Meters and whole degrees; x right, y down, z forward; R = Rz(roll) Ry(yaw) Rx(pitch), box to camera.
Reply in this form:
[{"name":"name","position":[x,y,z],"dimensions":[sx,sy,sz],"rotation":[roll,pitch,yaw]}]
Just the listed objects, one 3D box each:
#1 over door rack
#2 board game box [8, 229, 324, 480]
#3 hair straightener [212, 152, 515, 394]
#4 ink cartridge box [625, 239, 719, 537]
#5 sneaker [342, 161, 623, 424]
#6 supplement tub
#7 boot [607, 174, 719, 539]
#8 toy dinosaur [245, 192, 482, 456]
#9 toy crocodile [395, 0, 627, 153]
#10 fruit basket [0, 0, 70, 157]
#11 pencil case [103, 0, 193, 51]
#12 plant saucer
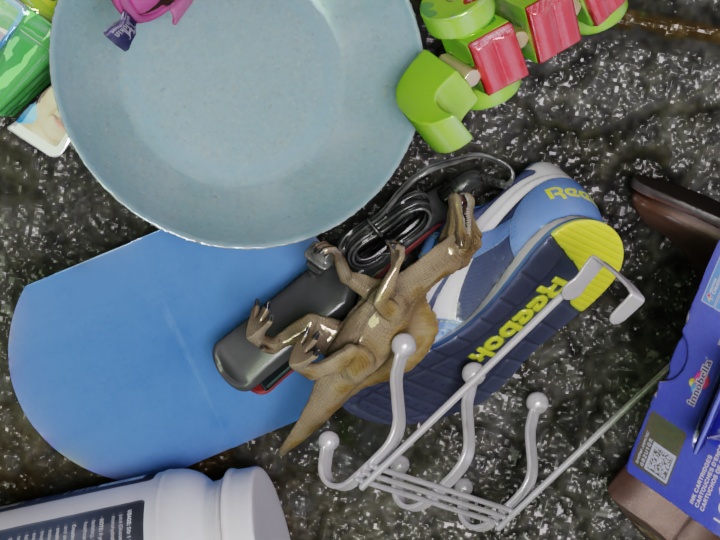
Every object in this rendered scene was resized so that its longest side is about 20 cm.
[{"name":"over door rack","position":[0.091,0.064,0.821],"dimensions":[0.200,0.148,0.067],"rotation":[-36,54,24]},{"name":"board game box","position":[-0.106,0.037,0.900],"dimensions":[0.200,0.039,0.158],"rotation":[-23,122,-2]},{"name":"hair straightener","position":[0.000,0.000,0.839],"dimensions":[0.200,0.077,0.041],"rotation":[-35,77,9]},{"name":"ink cartridge box","position":[0.222,0.059,0.772],"dimensions":[0.200,0.076,0.137],"rotation":[4,112,-41]},{"name":"sneaker","position":[0.063,0.016,0.881],"dimensions":[0.200,0.082,0.074],"rotation":[-40,134,24]},{"name":"supplement tub","position":[-0.144,0.195,0.888],"dimensions":[0.200,0.140,0.140],"rotation":[-12,101,6]},{"name":"boot","position":[0.189,0.066,0.889],"dimensions":[0.186,0.064,0.200],"rotation":[30,106,-6]},{"name":"toy dinosaur","position":[-0.006,0.043,0.813],"dimensions":[0.101,0.058,0.200],"rotation":[18,119,-42]},{"name":"toy crocodile","position":[0.098,-0.140,0.822],"dimensions":[0.200,0.062,0.068],"rotation":[-37,130,-14]},{"name":"fruit basket","position":[-0.188,-0.193,0.835],"dimensions":[0.185,0.094,0.200],"rotation":[35,98,-5]},{"name":"pencil case","position":[-0.160,-0.203,0.752],"dimensions":[0.200,0.094,0.091],"rotation":[40,82,12]},{"name":"plant saucer","position":[-0.066,-0.108,0.819],"dimensions":[0.201,0.039,0.201],"rotation":[2,82,-13]}]
